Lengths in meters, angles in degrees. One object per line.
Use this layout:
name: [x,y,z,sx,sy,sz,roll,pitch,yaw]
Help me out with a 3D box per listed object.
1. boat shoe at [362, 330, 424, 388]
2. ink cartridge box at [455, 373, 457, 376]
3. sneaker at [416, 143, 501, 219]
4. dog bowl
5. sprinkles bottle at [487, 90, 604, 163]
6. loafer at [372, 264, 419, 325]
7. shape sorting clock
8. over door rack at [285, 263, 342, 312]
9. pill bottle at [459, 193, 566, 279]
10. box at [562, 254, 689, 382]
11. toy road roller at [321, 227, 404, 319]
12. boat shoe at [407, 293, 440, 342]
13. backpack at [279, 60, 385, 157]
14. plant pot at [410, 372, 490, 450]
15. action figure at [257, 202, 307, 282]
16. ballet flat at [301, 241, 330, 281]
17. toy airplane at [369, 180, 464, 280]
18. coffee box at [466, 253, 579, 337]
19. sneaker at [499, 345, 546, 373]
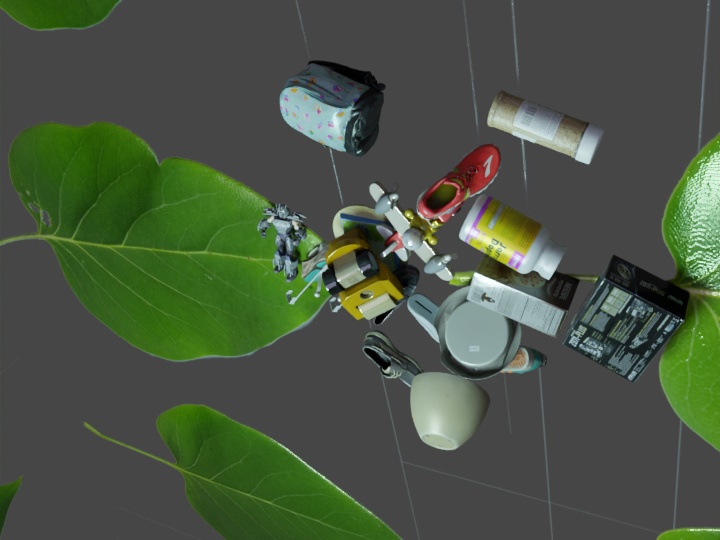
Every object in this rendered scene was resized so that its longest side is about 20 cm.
boat shoe: [0.080,0.243,1.863,0.199,0.073,0.075,40,136,0]
ink cartridge box: [0.257,0.165,1.677,0.200,0.037,0.096,-44,56,48]
sneaker: [0.194,-0.165,1.397,0.200,0.085,0.077,-41,90,5]
dog bowl: [0.256,0.137,1.578,0.198,0.203,0.059,10,171,28]
sprinkles bottle: [0.329,-0.257,1.301,0.198,0.068,0.069,25,135,16]
loafer: [0.082,0.062,1.715,0.071,0.064,0.200,20,141,-15]
shape sorting clock: [0.026,-0.072,1.673,0.197,0.039,0.201,17,140,15]
over door rack: [-0.066,0.055,1.766,0.146,0.067,0.199,12,148,-35]
pill bottle: [0.303,-0.063,1.447,0.198,0.104,0.105,30,136,10]
box: [0.520,0.098,1.440,0.162,0.086,0.201,28,135,12]
toy road roller: [0.000,0.000,1.626,0.122,0.147,0.200,-26,136,16]
boat shoe: [0.192,0.128,1.688,0.200,0.073,0.067,46,172,26]
backpack: [-0.061,-0.331,1.464,0.199,0.127,0.168,31,139,14]
plant pot: [0.207,0.356,1.780,0.197,0.136,0.201,14,149,8]
action figure: [-0.187,-0.078,1.794,0.129,0.069,0.202,19,130,27]
ballet flat: [-0.090,-0.030,1.757,0.199,0.067,0.068,-27,63,52]
toy airplane: [0.108,-0.080,1.510,0.197,0.141,0.202,10,119,13]
coffee box: [0.335,0.040,1.502,0.198,0.115,0.080,23,132,15]
sneaker: [0.336,0.203,1.660,0.079,0.073,0.199,12,173,-32]
